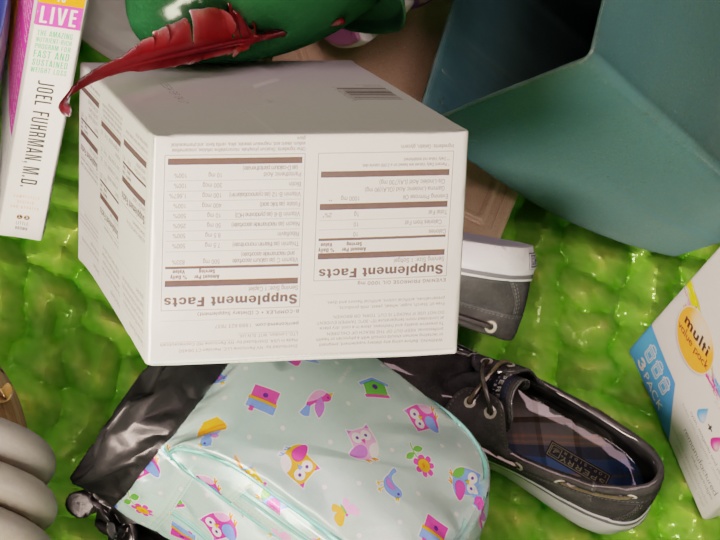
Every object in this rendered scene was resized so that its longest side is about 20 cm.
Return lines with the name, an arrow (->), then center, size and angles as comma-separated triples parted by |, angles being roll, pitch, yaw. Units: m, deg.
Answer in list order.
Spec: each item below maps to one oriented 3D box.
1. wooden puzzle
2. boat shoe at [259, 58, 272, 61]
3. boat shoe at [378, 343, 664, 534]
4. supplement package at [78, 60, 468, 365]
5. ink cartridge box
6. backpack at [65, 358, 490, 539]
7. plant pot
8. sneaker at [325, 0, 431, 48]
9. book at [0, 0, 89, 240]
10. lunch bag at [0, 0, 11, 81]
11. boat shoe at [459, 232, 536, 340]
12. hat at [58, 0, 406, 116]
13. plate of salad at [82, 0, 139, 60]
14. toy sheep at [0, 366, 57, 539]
wooden puzzle -> 0.024, -0.113, 1.368 | 0.184, 0.037, 0.201 | 26, 55, -3
boat shoe -> -0.080, -0.161, 1.295 | 0.072, 0.072, 0.201 | 30, 66, -21
boat shoe -> 0.083, 0.082, 1.265 | 0.199, 0.066, 0.070 | 32, 59, 1
supplement package -> -0.050, -0.035, 1.119 | 0.154, 0.200, 0.112 | -1, 106, -16
ink cartridge box -> 0.234, 0.046, 1.253 | 0.067, 0.200, 0.116 | -14, 68, -23
backpack -> -0.033, 0.109, 1.183 | 0.199, 0.127, 0.167 | 36, 56, -1
plant pot -> 0.162, -0.104, 1.326 | 0.200, 0.141, 0.142 | 37, 55, -30
sneaker -> 0.051, -0.204, 1.306 | 0.088, 0.199, 0.081 | -28, 90, -48
book -> -0.170, -0.135, 1.202 | 0.048, 0.201, 0.134 | 7, 44, -13
lunch bag -> -0.254, -0.073, 1.181 | 0.126, 0.170, 0.202 | 5, 65, -15
boat shoe -> 0.000, 0.000, 1.275 | 0.198, 0.069, 0.057 | 8, 96, 6
hat -> -0.094, -0.113, 1.157 | 0.200, 0.165, 0.177 | 42, 72, -43
plate of salad -> -0.122, -0.217, 1.337 | 0.199, 0.048, 0.202 | 0, 89, -38
toy sheep -> -0.219, 0.133, 1.116 | 0.137, 0.138, 0.202 | 15, 76, -9
